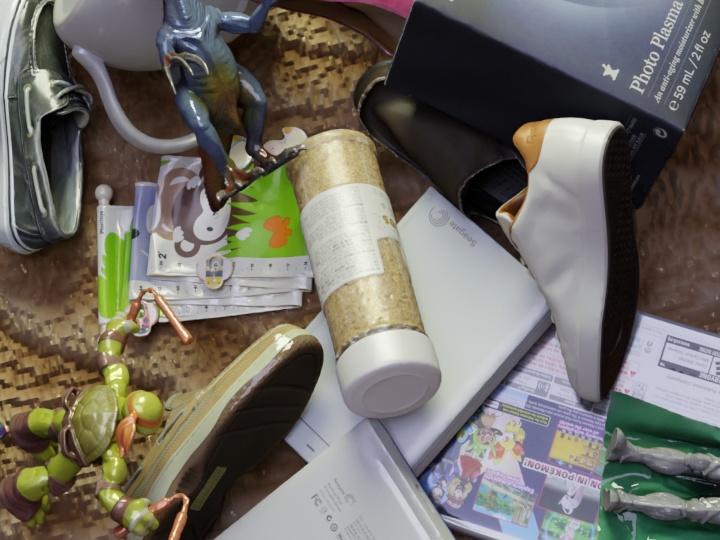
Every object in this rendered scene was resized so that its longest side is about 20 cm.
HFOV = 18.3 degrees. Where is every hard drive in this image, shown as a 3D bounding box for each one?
[{"bbox_3d":[0.030,0.057,1.544,0.132,0.027,0.200,41,90,27],"label":"hard drive"},{"bbox_3d":[-0.032,0.211,1.502,0.200,0.025,0.132,-39,70,16],"label":"hard drive"}]

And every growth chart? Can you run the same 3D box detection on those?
[{"bbox_3d":[-0.101,-0.027,1.615,0.198,0.018,0.146,-11,72,7],"label":"growth chart"}]

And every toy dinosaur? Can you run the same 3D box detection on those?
[{"bbox_3d":[-0.119,-0.136,1.504,0.105,0.200,0.182,-34,91,-40],"label":"toy dinosaur"}]

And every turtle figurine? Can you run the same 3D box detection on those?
[{"bbox_3d":[-0.183,0.121,1.521,0.161,0.064,0.202,-27,61,40],"label":"turtle figurine"}]

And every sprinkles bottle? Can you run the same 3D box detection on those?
[{"bbox_3d":[0.000,0.000,1.518,0.068,0.068,0.201,-19,56,5],"label":"sprinkles bottle"}]

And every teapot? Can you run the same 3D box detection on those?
[{"bbox_3d":[-0.125,-0.219,1.604,0.145,0.201,0.198,22,35,-18],"label":"teapot"}]

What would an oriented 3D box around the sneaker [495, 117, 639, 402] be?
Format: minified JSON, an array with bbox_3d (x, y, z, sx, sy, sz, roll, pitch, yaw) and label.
[{"bbox_3d":[0.135,-0.010,1.478,0.084,0.073,0.202,9,118,26],"label":"sneaker"}]

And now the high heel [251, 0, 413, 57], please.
[{"bbox_3d":[-0.001,-0.170,1.560,0.200,0.067,0.096,44,57,-23],"label":"high heel"}]

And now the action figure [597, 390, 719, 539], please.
[{"bbox_3d":[0.257,0.148,1.463,0.198,0.055,0.119,9,76,-4],"label":"action figure"}]

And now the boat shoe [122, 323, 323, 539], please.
[{"bbox_3d":[-0.107,0.107,1.537,0.200,0.071,0.076,-51,52,10],"label":"boat shoe"}]

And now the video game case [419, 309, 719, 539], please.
[{"bbox_3d":[0.154,0.111,1.524,0.198,0.023,0.184,17,79,14],"label":"video game case"}]

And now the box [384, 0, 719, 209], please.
[{"bbox_3d":[0.149,-0.184,1.507,0.197,0.123,0.201,25,64,3],"label":"box"}]

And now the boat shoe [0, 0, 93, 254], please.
[{"bbox_3d":[-0.226,-0.113,1.630,0.070,0.072,0.202,-5,84,30],"label":"boat shoe"}]

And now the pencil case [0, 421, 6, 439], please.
[{"bbox_3d":[-0.329,0.052,1.561,0.092,0.085,0.201,-22,101,24],"label":"pencil case"}]

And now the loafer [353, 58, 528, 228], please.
[{"bbox_3d":[0.079,-0.079,1.542,0.199,0.071,0.073,30,121,10],"label":"loafer"}]
